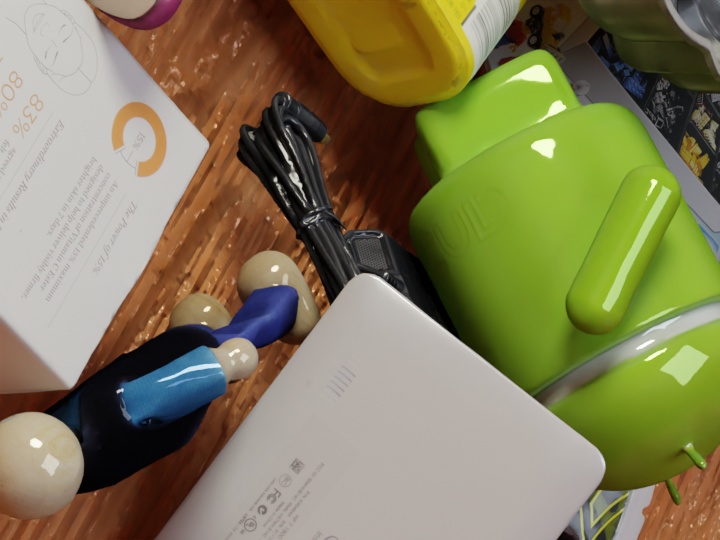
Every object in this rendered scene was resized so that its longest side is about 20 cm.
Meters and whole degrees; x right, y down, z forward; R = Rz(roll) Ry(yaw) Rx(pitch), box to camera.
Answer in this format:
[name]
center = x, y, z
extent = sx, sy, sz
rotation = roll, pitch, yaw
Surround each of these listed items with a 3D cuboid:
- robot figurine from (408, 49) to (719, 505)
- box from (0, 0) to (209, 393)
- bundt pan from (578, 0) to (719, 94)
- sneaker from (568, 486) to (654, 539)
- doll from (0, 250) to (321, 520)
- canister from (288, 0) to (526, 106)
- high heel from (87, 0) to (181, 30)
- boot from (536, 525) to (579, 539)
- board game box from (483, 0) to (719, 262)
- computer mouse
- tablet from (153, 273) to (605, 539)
[robot figurine]
center = 0.097, 0.008, 1.295
extent = 0.115, 0.176, 0.200
rotation = -26, 78, -6
[box]
center = -0.170, -0.062, 1.099
extent = 0.200, 0.097, 0.125
rotation = 49, 54, -32
[bundt pan]
center = 0.154, -0.170, 1.310
extent = 0.201, 0.076, 0.203
rotation = 5, 83, -45
[sneaker]
center = 0.085, 0.116, 1.376
extent = 0.084, 0.074, 0.201
rotation = 14, 77, -45
[doll]
center = -0.090, 0.053, 1.160
extent = 0.049, 0.136, 0.200
rotation = 57, 28, -2
[canister]
center = 0.040, -0.188, 1.311
extent = 0.149, 0.086, 0.200
rotation = 56, 49, -25
[high heel]
center = -0.071, -0.148, 1.176
extent = 0.096, 0.067, 0.200
rotation = 29, 31, -34
[boot]
center = 0.009, 0.197, 1.219
extent = 0.072, 0.166, 0.201
rotation = 25, 69, -43
[board game box]
center = 0.137, -0.054, 1.417
extent = 0.035, 0.126, 0.201
rotation = -94, 168, -76
[computer mouse]
center = 0.000, 0.000, 1.310
extent = 0.141, 0.046, 0.200
rotation = 64, 14, 21
[tablet]
center = -0.009, 0.116, 1.192
extent = 0.200, 0.130, 0.014
rotation = -53, 173, 6
